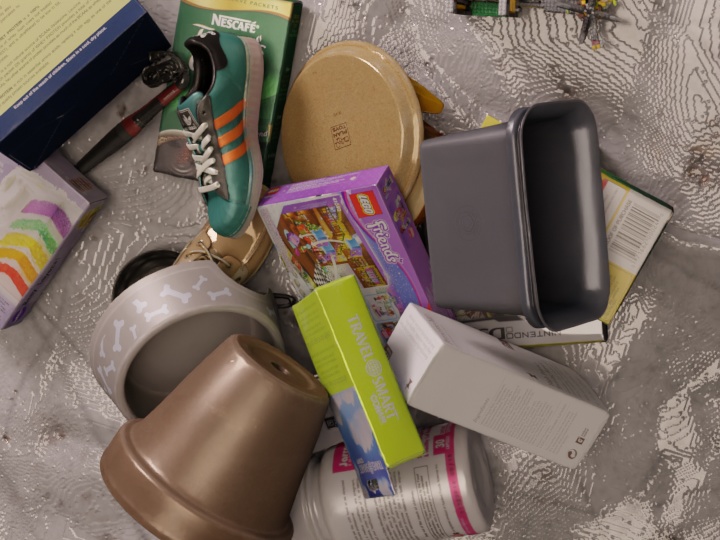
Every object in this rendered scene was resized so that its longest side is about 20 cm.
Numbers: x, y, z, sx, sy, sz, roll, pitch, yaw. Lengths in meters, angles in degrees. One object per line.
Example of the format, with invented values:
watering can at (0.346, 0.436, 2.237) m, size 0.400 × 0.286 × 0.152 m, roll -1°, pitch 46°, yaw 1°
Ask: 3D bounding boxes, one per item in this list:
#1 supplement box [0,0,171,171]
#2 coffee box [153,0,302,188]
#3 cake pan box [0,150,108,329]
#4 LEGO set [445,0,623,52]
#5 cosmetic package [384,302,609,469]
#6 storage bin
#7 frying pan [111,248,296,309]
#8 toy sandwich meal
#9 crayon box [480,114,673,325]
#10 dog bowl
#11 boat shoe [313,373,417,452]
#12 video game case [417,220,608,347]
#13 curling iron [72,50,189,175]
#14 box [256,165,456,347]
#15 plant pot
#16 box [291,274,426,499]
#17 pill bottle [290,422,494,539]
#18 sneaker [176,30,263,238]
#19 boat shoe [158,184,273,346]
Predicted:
supplement box at (-0.334, -0.245, 1.583) m, size 0.200 × 0.134 × 0.200 m, roll -42°, pitch 83°, yaw -2°
coffee box at (-0.136, -0.186, 1.623) m, size 0.123 × 0.044 × 0.201 m, roll 14°, pitch 100°, yaw 11°
cake pan box at (-0.392, -0.070, 1.687) m, size 0.200 × 0.052 × 0.184 m, roll 42°, pitch 107°, yaw 7°
LEGO set at (0.160, -0.298, 1.503) m, size 0.199 × 0.116 × 0.154 m, roll 13°, pitch 100°, yaw 10°
cosmetic package at (0.127, 0.110, 1.531) m, size 0.200 × 0.102 × 0.074 m, roll 24°, pitch 103°, yaw -25°
storage bin at (0.140, -0.051, 1.465) m, size 0.134 × 0.145 × 0.201 m, roll -1°, pitch 97°, yaw 40°
frying pan at (-0.171, 0.019, 1.665) m, size 0.190 × 0.031 × 0.115 m, roll -24°, pitch 93°, yaw 12°
toy sandwich meal at (0.007, -0.131, 1.582) m, size 0.205 × 0.070 × 0.206 m, roll 5°, pitch 98°, yaw 41°
crayon box at (0.184, -0.052, 1.540) m, size 0.200 × 0.051 × 0.127 m, roll 30°, pitch 102°, yaw 7°
dog bowl at (-0.166, 0.085, 1.594) m, size 0.200 × 0.200 × 0.059 m, roll -46°, pitch 43°, yaw 14°
boat shoe at (-0.038, 0.133, 1.614) m, size 0.200 × 0.066 × 0.072 m, roll -16°, pitch 115°, yaw 12°
video game case at (0.148, -0.022, 1.591) m, size 0.180 × 0.026 × 0.201 m, roll -4°, pitch 97°, yaw 13°
curling iron at (-0.238, -0.156, 1.638) m, size 0.200 × 0.026 × 0.050 m, roll -43°, pitch 67°, yaw 34°
box at (0.000, 0.000, 1.565) m, size 0.137 × 0.039 × 0.200 m, roll -8°, pitch 121°, yaw 29°
plant pot at (-0.119, 0.161, 1.513) m, size 0.200 × 0.200 × 0.175 m, roll 35°, pitch 98°, yaw 6°
box at (0.000, 0.112, 1.500) m, size 0.048 × 0.122 × 0.200 m, roll -20°, pitch 86°, yaw -16°
pill bottle at (0.025, 0.222, 1.605) m, size 0.199 × 0.113 × 0.114 m, roll -12°, pitch 95°, yaw 14°
sneaker at (-0.143, -0.132, 1.548) m, size 0.071 × 0.080 × 0.201 m, roll -8°, pitch 80°, yaw 54°
boat shoe at (-0.150, 0.000, 1.609) m, size 0.071 × 0.065 × 0.200 m, roll 37°, pitch 106°, yaw 3°
